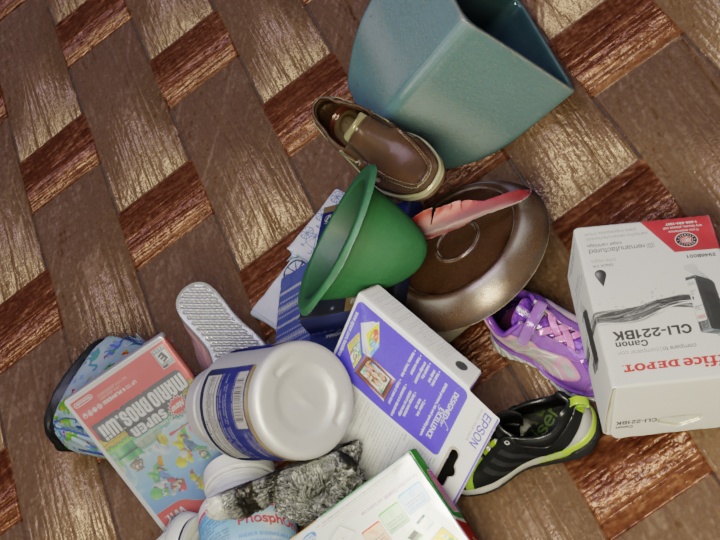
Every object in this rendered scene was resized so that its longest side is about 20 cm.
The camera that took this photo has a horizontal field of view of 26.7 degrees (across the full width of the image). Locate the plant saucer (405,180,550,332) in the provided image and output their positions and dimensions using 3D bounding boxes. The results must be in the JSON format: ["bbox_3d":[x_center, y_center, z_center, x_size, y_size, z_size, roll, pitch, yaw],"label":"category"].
[{"bbox_3d":[0.111,-0.024,1.649,0.199,0.032,0.201,-26,40,23],"label":"plant saucer"}]

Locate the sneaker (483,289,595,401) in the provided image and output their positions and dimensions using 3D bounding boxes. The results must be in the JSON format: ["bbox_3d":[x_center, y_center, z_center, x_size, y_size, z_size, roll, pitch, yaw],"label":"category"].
[{"bbox_3d":[0.199,0.068,1.581,0.199,0.089,0.081,24,73,43],"label":"sneaker"}]

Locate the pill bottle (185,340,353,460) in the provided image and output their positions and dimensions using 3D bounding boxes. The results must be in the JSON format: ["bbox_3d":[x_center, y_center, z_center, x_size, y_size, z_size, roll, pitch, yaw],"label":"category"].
[{"bbox_3d":[-0.104,0.139,1.594,0.199,0.119,0.121,-11,49,59],"label":"pill bottle"}]

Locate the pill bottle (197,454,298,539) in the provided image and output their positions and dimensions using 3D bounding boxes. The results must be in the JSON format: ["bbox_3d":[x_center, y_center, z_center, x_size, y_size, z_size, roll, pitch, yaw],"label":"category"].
[{"bbox_3d":[-0.117,0.297,1.627,0.108,0.109,0.201,-28,47,16],"label":"pill bottle"}]

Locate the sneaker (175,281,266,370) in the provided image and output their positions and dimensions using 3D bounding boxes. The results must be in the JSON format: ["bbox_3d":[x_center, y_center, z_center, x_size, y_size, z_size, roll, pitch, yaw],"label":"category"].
[{"bbox_3d":[-0.146,0.110,1.809,0.075,0.105,0.201,-32,60,-9],"label":"sneaker"}]

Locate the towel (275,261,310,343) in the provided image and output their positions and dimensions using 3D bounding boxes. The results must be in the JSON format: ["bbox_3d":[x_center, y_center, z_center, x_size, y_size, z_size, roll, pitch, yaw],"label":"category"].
[{"bbox_3d":[-0.056,0.077,1.754,0.144,0.024,0.202,-32,48,50],"label":"towel"}]

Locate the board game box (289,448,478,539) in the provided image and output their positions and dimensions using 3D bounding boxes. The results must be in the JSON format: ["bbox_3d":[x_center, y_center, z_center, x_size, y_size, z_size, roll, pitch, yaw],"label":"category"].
[{"bbox_3d":[0.048,0.300,1.477,0.152,0.040,0.201,-36,80,8],"label":"board game box"}]

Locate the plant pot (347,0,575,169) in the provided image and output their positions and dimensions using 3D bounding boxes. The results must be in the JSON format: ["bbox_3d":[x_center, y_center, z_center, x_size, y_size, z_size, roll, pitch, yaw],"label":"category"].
[{"bbox_3d":[0.097,-0.238,1.817,0.200,0.195,0.197,-47,41,24],"label":"plant pot"}]

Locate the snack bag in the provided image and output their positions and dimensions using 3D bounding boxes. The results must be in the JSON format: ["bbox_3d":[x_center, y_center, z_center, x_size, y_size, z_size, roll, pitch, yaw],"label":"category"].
[{"bbox_3d":[-0.031,0.008,1.839,0.201,0.021,0.188,-52,45,-7],"label":"snack bag"}]

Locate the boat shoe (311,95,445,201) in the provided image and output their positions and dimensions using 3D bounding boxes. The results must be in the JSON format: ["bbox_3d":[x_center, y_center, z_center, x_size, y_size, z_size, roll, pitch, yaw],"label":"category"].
[{"bbox_3d":[0.011,-0.140,1.696,0.202,0.075,0.075,33,90,45],"label":"boat shoe"}]

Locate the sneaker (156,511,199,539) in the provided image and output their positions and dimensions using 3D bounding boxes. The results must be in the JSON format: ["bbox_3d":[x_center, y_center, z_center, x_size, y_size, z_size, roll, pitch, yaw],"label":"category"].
[{"bbox_3d":[-0.220,0.363,1.691,0.080,0.076,0.201,-2,53,49],"label":"sneaker"}]

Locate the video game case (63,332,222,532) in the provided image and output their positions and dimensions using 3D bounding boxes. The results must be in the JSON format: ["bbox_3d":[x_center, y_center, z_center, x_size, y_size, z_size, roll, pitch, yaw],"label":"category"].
[{"bbox_3d":[-0.223,0.188,1.734,0.142,0.201,0.017,-33,13,10],"label":"video game case"}]

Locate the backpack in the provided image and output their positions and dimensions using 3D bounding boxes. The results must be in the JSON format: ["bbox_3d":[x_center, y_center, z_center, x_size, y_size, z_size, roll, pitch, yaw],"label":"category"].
[{"bbox_3d":[-0.276,0.159,1.836,0.199,0.154,0.164,20,63,30],"label":"backpack"}]

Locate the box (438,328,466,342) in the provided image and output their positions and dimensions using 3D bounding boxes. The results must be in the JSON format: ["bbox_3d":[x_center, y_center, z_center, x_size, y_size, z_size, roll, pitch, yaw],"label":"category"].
[{"bbox_3d":[0.081,0.034,1.704,0.199,0.068,0.082,-37,41,7],"label":"box"}]

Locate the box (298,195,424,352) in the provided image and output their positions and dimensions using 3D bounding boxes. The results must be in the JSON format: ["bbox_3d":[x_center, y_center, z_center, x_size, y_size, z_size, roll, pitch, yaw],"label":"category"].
[{"bbox_3d":[0.000,0.000,1.669,0.120,0.032,0.201,-13,47,28],"label":"box"}]

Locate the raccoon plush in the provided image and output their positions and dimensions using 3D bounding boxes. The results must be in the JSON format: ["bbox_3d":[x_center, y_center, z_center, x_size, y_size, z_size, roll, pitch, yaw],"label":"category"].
[{"bbox_3d":[-0.046,0.263,1.573,0.198,0.097,0.135,-21,89,14],"label":"raccoon plush"}]

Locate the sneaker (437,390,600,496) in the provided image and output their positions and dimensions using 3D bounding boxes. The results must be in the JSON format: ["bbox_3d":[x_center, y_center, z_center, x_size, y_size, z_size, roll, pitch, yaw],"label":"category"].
[{"bbox_3d":[0.148,0.165,1.546,0.199,0.083,0.072,-25,47,24],"label":"sneaker"}]

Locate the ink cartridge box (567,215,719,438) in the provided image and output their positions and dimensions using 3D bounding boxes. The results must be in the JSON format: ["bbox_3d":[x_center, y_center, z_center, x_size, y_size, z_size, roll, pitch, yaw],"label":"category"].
[{"bbox_3d":[0.293,0.053,1.491,0.143,0.084,0.201,-6,52,-2],"label":"ink cartridge box"}]

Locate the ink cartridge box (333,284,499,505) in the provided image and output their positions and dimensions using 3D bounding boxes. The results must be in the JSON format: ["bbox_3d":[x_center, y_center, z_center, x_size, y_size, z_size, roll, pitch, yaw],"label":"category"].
[{"bbox_3d":[0.047,0.149,1.563,0.200,0.043,0.199,42,131,22],"label":"ink cartridge box"}]

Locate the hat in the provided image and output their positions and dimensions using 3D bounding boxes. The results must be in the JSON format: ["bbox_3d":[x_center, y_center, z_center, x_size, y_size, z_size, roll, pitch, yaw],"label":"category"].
[{"bbox_3d":[0.053,-0.006,1.596,0.201,0.175,0.166,-56,15,35],"label":"hat"}]
